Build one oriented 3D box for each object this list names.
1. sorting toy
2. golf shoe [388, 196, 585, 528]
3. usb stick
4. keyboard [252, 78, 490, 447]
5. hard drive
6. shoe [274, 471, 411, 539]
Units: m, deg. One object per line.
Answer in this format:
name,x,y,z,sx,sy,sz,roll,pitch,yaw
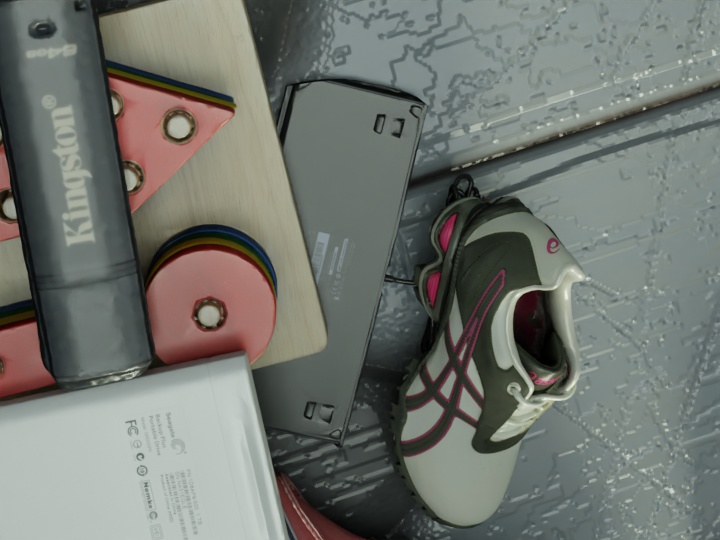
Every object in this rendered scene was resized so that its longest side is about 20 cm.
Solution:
sorting toy,-0.133,-0.023,0.862,0.198,0.070,0.201,-14,105,0
golf shoe,0.069,0.062,0.899,0.077,0.088,0.201,-15,121,-31
usb stick,-0.138,-0.041,0.804,0.055,0.033,0.201,-8,105,-1
keyboard,0.000,0.000,0.923,0.127,0.021,0.201,13,104,-6
hard drive,-0.140,0.125,0.849,0.199,0.027,0.132,-12,98,1
shoe,0.012,0.172,0.948,0.091,0.071,0.200,-31,113,0
